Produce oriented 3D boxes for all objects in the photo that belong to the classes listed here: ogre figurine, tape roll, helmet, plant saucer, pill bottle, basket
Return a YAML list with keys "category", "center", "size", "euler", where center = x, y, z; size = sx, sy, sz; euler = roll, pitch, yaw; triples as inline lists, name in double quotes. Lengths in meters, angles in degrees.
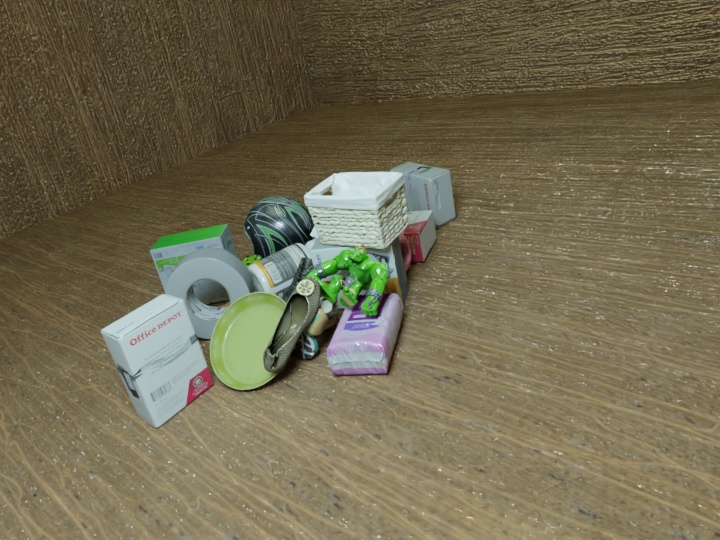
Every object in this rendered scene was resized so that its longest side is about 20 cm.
- category: "ogre figurine"
  center: [-0.018, 0.015, 1.185]
  size: [0.197, 0.100, 0.120]
  euler: [2, 42, 52]
- category: "tape roll"
  center: [-0.347, 0.054, 1.328]
  size: [0.193, 0.206, 0.067]
  euler: [-12, 24, 2]
- category: "helmet"
  center: [-0.223, -0.110, 1.605]
  size: [0.193, 0.196, 0.202]
  euler: [-11, 26, 5]
- category: "plant saucer"
  center: [-0.217, 0.145, 1.173]
  size: [0.193, 0.031, 0.206]
  euler: [-9, 62, 17]
- category: "pill bottle"
  center: [-0.177, 0.003, 1.445]
  size: [0.196, 0.120, 0.115]
  euler: [-27, 28, -27]
- category: "basket"
  center: [-0.003, -0.132, 1.250]
  size: [0.195, 0.127, 0.135]
  euler: [5, 32, 36]

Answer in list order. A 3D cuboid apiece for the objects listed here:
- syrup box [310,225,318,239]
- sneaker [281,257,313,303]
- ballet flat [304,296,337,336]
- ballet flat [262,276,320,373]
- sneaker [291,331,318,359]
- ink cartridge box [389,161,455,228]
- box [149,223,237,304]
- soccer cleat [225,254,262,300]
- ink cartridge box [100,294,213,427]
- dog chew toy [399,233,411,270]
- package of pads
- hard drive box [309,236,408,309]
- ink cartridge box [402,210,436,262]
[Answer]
- category: "syrup box"
  center: [-0.063, -0.102, 1.489]
  size: [0.077, 0.083, 0.200]
  euler: [30, 4, 6]
- category: "sneaker"
  center: [-0.135, 0.030, 1.308]
  size: [0.072, 0.110, 0.200]
  euler: [12, 8, 0]
- category: "ballet flat"
  center: [-0.075, 0.088, 1.228]
  size: [0.064, 0.068, 0.200]
  euler: [-51, 2, 12]
- category: "ballet flat"
  center: [-0.136, 0.102, 1.117]
  size: [0.066, 0.046, 0.204]
  euler: [19, 74, 27]
- category: "sneaker"
  center: [-0.138, 0.122, 1.237]
  size: [0.077, 0.080, 0.199]
  euler: [-11, 24, -29]
- category: "ink cartridge box"
  center: [0.183, -0.226, 1.687]
  size: [0.082, 0.149, 0.198]
  euler: [-25, 27, -24]
- category: "box"
  center: [-0.428, -0.007, 1.522]
  size: [0.193, 0.182, 0.097]
  euler: [-11, 25, 7]
- category: "soccer cleat"
  center: [-0.299, 0.028, 1.492]
  size: [0.065, 0.083, 0.202]
  euler: [-4, 29, 13]
- category: "ink cartridge box"
  center: [-0.389, 0.170, 1.112]
  size: [0.082, 0.206, 0.144]
  euler: [10, 33, 40]
- category: "dog chew toy"
  center: [0.030, -0.036, 1.423]
  size: [0.195, 0.128, 0.124]
  euler: [-4, 25, 39]
- category: "package of pads"
  center: [0.014, 0.125, 1.147]
  size: [0.116, 0.078, 0.201]
  euler: [-3, 27, 16]
- category: "hard drive box"
  center: [0.000, 0.000, 1.312]
  size: [0.193, 0.160, 0.077]
  euler: [-5, 26, 19]
- category: "ink cartridge box"
  center: [0.090, -0.088, 1.526]
  size: [0.194, 0.087, 0.145]
  euler: [-3, 27, 25]
